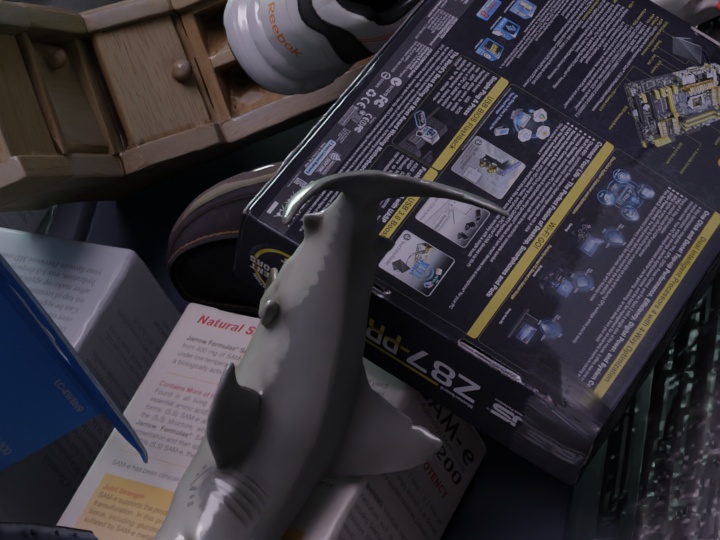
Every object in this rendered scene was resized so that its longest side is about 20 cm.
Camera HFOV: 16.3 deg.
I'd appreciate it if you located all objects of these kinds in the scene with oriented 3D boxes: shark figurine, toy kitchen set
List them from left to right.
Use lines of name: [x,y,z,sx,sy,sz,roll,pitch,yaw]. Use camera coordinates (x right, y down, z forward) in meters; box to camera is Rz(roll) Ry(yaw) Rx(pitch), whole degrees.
toy kitchen set: [-0.099,-0.134,1.107,0.180,0.200,0.164,-21,88,15]
shark figurine: [-0.005,0.036,0.918,0.089,0.215,0.128,25,27,-1]

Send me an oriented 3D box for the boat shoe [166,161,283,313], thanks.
boat shoe: [0.000,0.000,1.069,0.199,0.075,0.074,-5,50,28]

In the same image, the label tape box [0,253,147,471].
label tape box: [-0.188,0.013,0.990,0.066,0.144,0.200,-46,45,-14]

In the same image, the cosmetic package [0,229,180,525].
cosmetic package: [-0.166,0.083,1.082,0.101,0.071,0.201,10,58,35]

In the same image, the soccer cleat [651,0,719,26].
soccer cleat: [0.101,-0.120,1.126,0.199,0.070,0.078,-27,39,-3]

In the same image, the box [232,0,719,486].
box: [0.069,-0.035,1.000,0.161,0.049,0.200,30,55,11]

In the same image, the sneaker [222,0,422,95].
sneaker: [0.032,-0.141,1.108,0.200,0.074,0.080,-40,10,-36]

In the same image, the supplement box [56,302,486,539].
supplement box: [-0.053,0.121,0.993,0.125,0.074,0.201,12,61,35]

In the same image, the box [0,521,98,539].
box: [-0.175,0.197,0.905,0.147,0.104,0.201,-12,78,32]

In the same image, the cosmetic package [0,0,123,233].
cosmetic package: [-0.191,-0.084,1.254,0.101,0.071,0.201,6,55,34]
